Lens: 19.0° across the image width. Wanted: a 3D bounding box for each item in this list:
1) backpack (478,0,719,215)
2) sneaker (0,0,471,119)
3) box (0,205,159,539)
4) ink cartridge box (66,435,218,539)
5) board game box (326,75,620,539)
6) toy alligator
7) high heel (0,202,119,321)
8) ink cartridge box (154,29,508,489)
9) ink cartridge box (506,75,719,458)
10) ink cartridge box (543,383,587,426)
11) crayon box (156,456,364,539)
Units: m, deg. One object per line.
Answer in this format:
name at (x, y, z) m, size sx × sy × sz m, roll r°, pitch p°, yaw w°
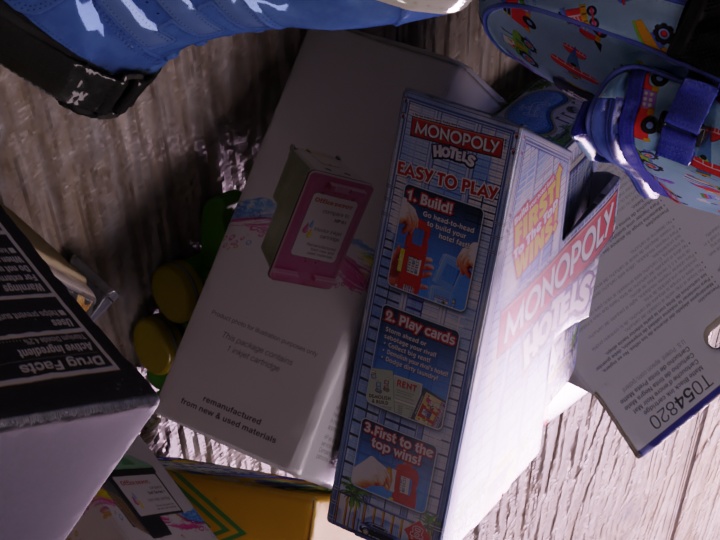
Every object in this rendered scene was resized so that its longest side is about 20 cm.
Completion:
backpack at (0.133, -0.101, 0.881) m, size 0.183 × 0.199 × 0.135 m, roll 28°, pitch 81°, yaw -77°
sneaker at (-0.061, -0.105, 0.785) m, size 0.199 × 0.077 × 0.111 m, roll 8°, pitch 136°, yaw -25°
box at (-0.210, 0.024, 0.682) m, size 0.199 × 0.199 × 0.124 m, roll -6°, pitch 137°, yaw -53°
ink cartridge box at (-0.140, 0.168, 1.027) m, size 0.145 × 0.200 × 0.084 m, roll -49°, pitch 152°, yaw 15°
board game box at (0.064, -0.005, 0.977) m, size 0.200 × 0.061 × 0.201 m, roll -41°, pitch 143°, yaw -48°
toy alligator at (-0.079, 0.043, 1.092) m, size 0.059 × 0.054 × 0.201 m, roll -22°, pitch 148°, yaw -38°
high heel at (-0.178, 0.042, 0.910) m, size 0.143 × 0.071 × 0.200 m, roll -49°, pitch 165°, yaw -2°
ink cartridge box at (0.000, 0.000, 1.024) m, size 0.201 × 0.084 × 0.144 m, roll -67°, pitch 156°, yaw -4°
ink cartridge box at (0.165, -0.034, 1.185) m, size 0.199 × 0.201 × 0.041 m, roll -36°, pitch -171°, yaw -13°
ink cartridge box at (0.120, 0.023, 1.259) m, size 0.199 × 0.067 × 0.116 m, roll -36°, pitch 155°, yaw -13°
crayon box at (-0.055, 0.133, 1.115) m, size 0.126 × 0.199 × 0.052 m, roll 13°, pitch 85°, yaw -62°
